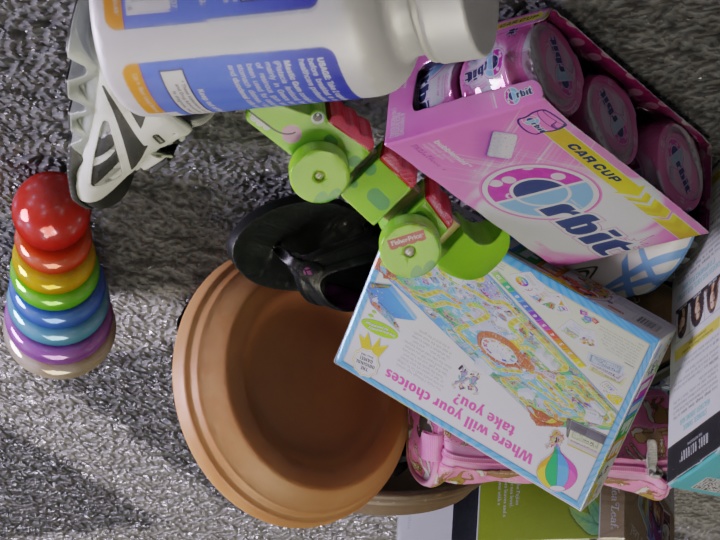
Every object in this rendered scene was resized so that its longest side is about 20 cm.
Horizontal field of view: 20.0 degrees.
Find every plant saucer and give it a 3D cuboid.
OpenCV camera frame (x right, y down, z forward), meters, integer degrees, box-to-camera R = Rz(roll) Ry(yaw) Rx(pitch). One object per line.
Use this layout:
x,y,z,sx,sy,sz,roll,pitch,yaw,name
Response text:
-0.039,0.079,1.435,0.200,0.201,0.037,22,156,-31,plant saucer
0.009,0.143,1.610,0.199,0.030,0.200,5,-161,-2,plant saucer

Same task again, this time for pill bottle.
-0.032,-0.144,1.076,0.199,0.113,0.112,-3,153,18,pill bottle

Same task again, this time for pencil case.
0.129,0.119,1.457,0.199,0.083,0.087,5,160,-16,pencil case

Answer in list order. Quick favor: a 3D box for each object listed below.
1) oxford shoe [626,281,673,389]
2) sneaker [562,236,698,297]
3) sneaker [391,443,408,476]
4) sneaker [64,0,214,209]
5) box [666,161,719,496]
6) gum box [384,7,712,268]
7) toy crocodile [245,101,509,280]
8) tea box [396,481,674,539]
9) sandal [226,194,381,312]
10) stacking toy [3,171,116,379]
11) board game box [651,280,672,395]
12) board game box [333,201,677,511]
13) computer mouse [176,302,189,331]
0.182,0.042,1.398,0.199,0.085,0.073,-20,-166,-5,oxford shoe
0.147,-0.015,1.354,0.072,0.072,0.200,16,152,-35,sneaker
0.031,0.113,1.558,0.199,0.087,0.074,-7,124,-39,sneaker
-0.133,-0.091,1.249,0.088,0.074,0.200,9,155,-3,sneaker
0.235,0.035,1.291,0.049,0.201,0.082,12,154,-13,box
0.114,-0.078,1.233,0.113,0.066,0.200,-14,149,36,gum box
0.008,-0.059,1.271,0.200,0.068,0.062,39,110,-17,toy crocodile
0.154,0.200,1.729,0.196,0.134,0.200,-3,154,19,tea box
0.001,-0.001,1.410,0.200,0.048,0.076,16,113,-34,sandal
-0.215,-0.002,1.454,0.085,0.086,0.200,7,150,-4,stacking toy
0.170,0.056,1.511,0.199,0.062,0.200,19,151,-28,board game box
0.092,0.050,1.350,0.199,0.135,0.034,30,-156,18,board game box
-0.037,0.050,1.537,0.199,0.044,0.110,0,-163,-8,computer mouse
